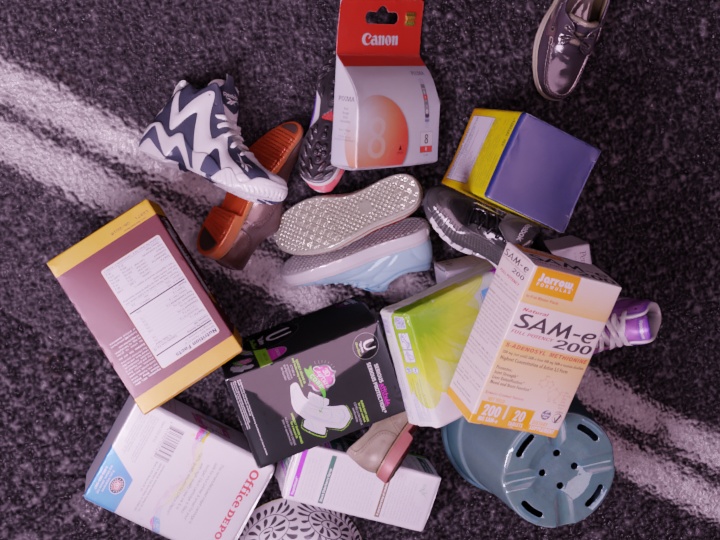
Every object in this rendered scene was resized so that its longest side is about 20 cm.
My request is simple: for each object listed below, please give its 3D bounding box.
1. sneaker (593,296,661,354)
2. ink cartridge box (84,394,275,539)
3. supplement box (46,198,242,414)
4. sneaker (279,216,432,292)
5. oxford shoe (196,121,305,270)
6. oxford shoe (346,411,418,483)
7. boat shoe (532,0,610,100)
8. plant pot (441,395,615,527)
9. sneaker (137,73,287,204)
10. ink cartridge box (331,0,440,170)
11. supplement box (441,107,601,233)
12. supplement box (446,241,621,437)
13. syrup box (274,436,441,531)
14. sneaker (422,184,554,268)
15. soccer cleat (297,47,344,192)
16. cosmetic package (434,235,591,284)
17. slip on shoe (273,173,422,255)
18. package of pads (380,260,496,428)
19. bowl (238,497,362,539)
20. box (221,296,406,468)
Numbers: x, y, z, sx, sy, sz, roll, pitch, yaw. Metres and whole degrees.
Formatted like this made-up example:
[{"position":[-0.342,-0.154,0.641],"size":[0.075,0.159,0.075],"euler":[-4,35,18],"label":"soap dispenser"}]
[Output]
[{"position":[0.292,0.074,1.544],"size":[0.200,0.114,0.073],"euler":[-24,106,-37],"label":"sneaker"},{"position":[-0.228,0.255,1.587],"size":[0.199,0.085,0.145],"euler":[29,94,-14],"label":"ink cartridge box"},{"position":[-0.244,0.039,1.469],"size":[0.132,0.197,0.201],"euler":[-32,94,-4],"label":"supplement box"},{"position":[0.000,0.000,1.594],"size":[0.198,0.074,0.083],"euler":[-15,115,0],"label":"sneaker"},{"position":[-0.124,-0.093,1.563],"size":[0.073,0.071,0.201],"euler":[34,91,-42],"label":"oxford shoe"},{"position":[0.052,0.173,1.611],"size":[0.074,0.071,0.201],"euler":[28,55,9],"label":"oxford shoe"},{"position":[0.274,-0.315,1.593],"size":[0.071,0.065,0.202],"euler":[16,98,-15],"label":"boat shoe"},{"position":[0.224,0.227,1.618],"size":[0.198,0.196,0.202],"euler":[-2,102,-11],"label":"plant pot"},{"position":[-0.158,-0.166,1.501],"size":[0.198,0.079,0.131],"euler":[22,86,25],"label":"sneaker"},{"position":[0.038,-0.227,1.526],"size":[0.161,0.050,0.202],"euler":[-10,110,-48],"label":"ink cartridge box"},{"position":[0.193,-0.127,1.541],"size":[0.109,0.200,0.110],"euler":[24,94,-15],"label":"supplement box"},{"position":[0.198,0.082,1.443],"size":[0.125,0.074,0.202],"euler":[12,108,-25],"label":"supplement box"},{"position":[-0.006,0.270,1.638],"size":[0.198,0.079,0.082],"euler":[17,97,-14],"label":"syrup box"},{"position":[0.166,-0.042,1.481],"size":[0.200,0.090,0.067],"euler":[39,59,-12],"label":"sneaker"},{"position":[-0.026,-0.194,1.562],"size":[0.068,0.073,0.202],"euler":[15,80,11],"label":"soccer cleat"},{"position":[0.203,0.024,1.639],"size":[0.198,0.074,0.103],"euler":[-12,103,-8],"label":"cosmetic package"},{"position":[-0.014,-0.067,1.577],"size":[0.198,0.061,0.075],"euler":[-20,81,9],"label":"slip on shoe"},{"position":[0.128,0.089,1.532],"size":[0.199,0.068,0.156],"euler":[-22,103,-31],"label":"package of pads"},{"position":[-0.082,0.407,1.642],"size":[0.199,0.094,0.203],"euler":[-2,101,-10],"label":"bowl"},{"position":[-0.064,0.135,1.565],"size":[0.198,0.149,0.125],"euler":[-20,105,-7],"label":"box"}]
